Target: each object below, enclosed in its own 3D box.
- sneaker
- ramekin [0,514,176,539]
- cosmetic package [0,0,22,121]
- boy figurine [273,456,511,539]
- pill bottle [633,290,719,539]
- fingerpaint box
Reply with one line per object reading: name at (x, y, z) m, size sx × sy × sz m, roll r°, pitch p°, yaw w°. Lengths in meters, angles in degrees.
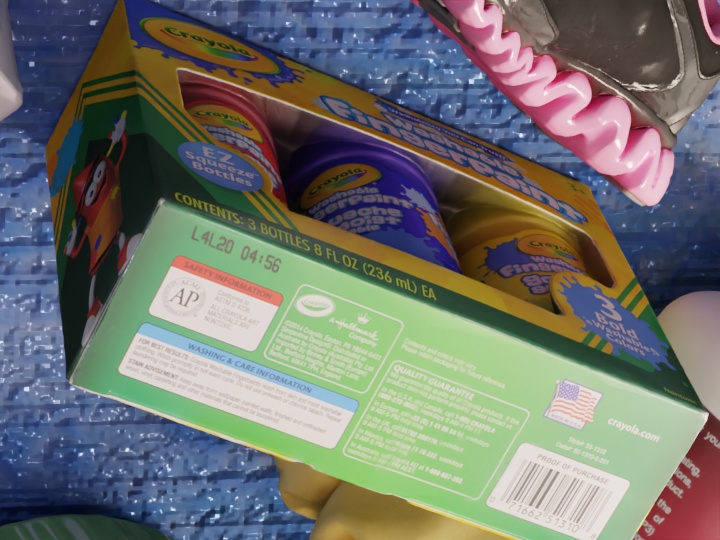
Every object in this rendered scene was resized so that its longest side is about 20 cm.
sneaker at (0.072, -0.103, 0.823) m, size 0.095 × 0.079 × 0.200 m, roll -47°, pitch 143°, yaw 5°
ramekin at (-0.108, 0.191, 0.917) m, size 0.199 × 0.098 × 0.201 m, roll -9°, pitch 113°, yaw -21°
cosmetic package at (-0.211, -0.041, 0.798) m, size 0.199 × 0.102 × 0.071 m, roll -35°, pitch 118°, yaw 8°
boy figurine at (0.030, 0.104, 0.873) m, size 0.124 × 0.200 × 0.065 m, roll -44°, pitch 145°, yaw -17°
pill bottle at (0.133, 0.083, 0.922) m, size 0.113 × 0.113 × 0.200 m, roll 28°, pitch 108°, yaw -22°
fingerpaint box at (0.000, 0.000, 0.823) m, size 0.199 × 0.167 × 0.074 m, roll 22°, pitch 112°, yaw -19°
